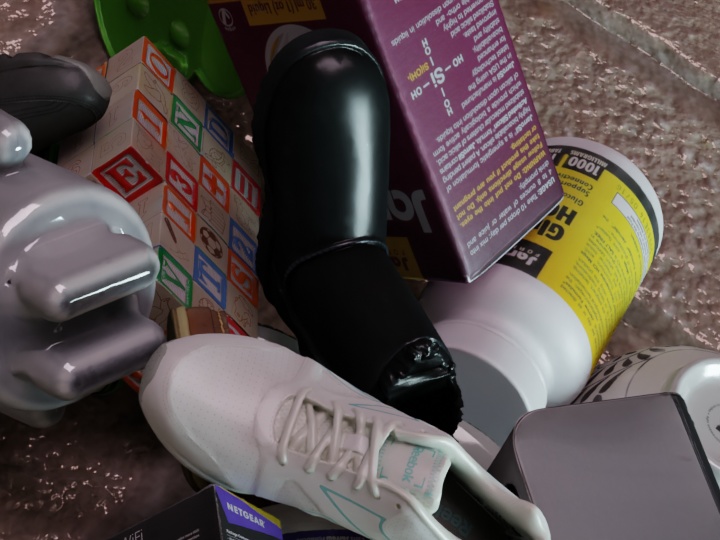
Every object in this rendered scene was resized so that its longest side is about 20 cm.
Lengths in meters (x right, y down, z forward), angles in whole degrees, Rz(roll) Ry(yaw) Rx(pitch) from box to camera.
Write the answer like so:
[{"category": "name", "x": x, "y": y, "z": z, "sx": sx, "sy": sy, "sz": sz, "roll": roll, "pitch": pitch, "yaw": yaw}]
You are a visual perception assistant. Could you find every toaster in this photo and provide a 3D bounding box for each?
[{"category": "toaster", "x": 0.115, "y": 0.189, "z": 0.866, "sx": 0.118, "sy": 0.181, "sz": 0.201, "roll": 0, "pitch": 51, "yaw": -21}]

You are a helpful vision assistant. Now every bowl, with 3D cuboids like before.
[{"category": "bowl", "x": 0.205, "y": 0.113, "z": 1.021, "sx": 0.199, "sy": 0.094, "sz": 0.202, "roll": 11, "pitch": 50, "yaw": -14}]

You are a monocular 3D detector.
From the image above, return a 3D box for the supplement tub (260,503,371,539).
[{"category": "supplement tub", "x": -0.019, "y": 0.226, "z": 0.802, "sx": 0.144, "sy": 0.146, "sz": 0.201, "roll": 4, "pitch": 52, "yaw": -19}]

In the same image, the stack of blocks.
[{"category": "stack of blocks", "x": -0.113, "y": -0.027, "z": 0.967, "sx": 0.115, "sy": 0.058, "sz": 0.201, "roll": 47, "pitch": 24, "yaw": -32}]

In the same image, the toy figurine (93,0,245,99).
[{"category": "toy figurine", "x": -0.048, "y": -0.183, "z": 1.129, "sx": 0.183, "sy": 0.151, "sz": 0.200, "roll": -8, "pitch": 32, "yaw": -39}]

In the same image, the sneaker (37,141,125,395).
[{"category": "sneaker", "x": -0.178, "y": -0.005, "z": 0.990, "sx": 0.085, "sy": 0.078, "sz": 0.201, "roll": 37, "pitch": 27, "yaw": -42}]

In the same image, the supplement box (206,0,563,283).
[{"category": "supplement box", "x": 0.013, "y": -0.105, "z": 0.985, "sx": 0.103, "sy": 0.130, "sz": 0.201, "roll": -40, "pitch": 118, "yaw": -36}]

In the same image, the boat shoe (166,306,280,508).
[{"category": "boat shoe", "x": -0.056, "y": 0.083, "z": 0.863, "sx": 0.067, "sy": 0.201, "sz": 0.072, "roll": -10, "pitch": 50, "yaw": -1}]

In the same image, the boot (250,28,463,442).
[{"category": "boot", "x": -0.001, "y": 0.000, "z": 0.879, "sx": 0.073, "sy": 0.199, "sz": 0.163, "roll": -10, "pitch": 45, "yaw": -20}]

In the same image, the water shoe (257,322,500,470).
[{"category": "water shoe", "x": -0.007, "y": 0.104, "z": 0.972, "sx": 0.199, "sy": 0.072, "sz": 0.079, "roll": 25, "pitch": 67, "yaw": 6}]

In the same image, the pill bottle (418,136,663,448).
[{"category": "pill bottle", "x": 0.102, "y": 0.016, "z": 1.046, "sx": 0.112, "sy": 0.113, "sz": 0.200, "roll": 31, "pitch": 47, "yaw": 5}]

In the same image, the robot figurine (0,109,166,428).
[{"category": "robot figurine", "x": -0.179, "y": -0.003, "z": 0.842, "sx": 0.113, "sy": 0.171, "sz": 0.199, "roll": -20, "pitch": 31, "yaw": -40}]

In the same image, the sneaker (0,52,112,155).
[{"category": "sneaker", "x": -0.222, "y": -0.056, "z": 0.955, "sx": 0.075, "sy": 0.199, "sz": 0.080, "roll": 36, "pitch": 39, "yaw": -55}]

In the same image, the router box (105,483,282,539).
[{"category": "router box", "x": -0.116, "y": 0.208, "z": 0.751, "sx": 0.052, "sy": 0.199, "sz": 0.158, "roll": 36, "pitch": 33, "yaw": -46}]

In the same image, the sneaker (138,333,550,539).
[{"category": "sneaker", "x": -0.001, "y": 0.080, "z": 0.759, "sx": 0.199, "sy": 0.080, "sz": 0.071, "roll": 27, "pitch": 71, "yaw": -14}]
